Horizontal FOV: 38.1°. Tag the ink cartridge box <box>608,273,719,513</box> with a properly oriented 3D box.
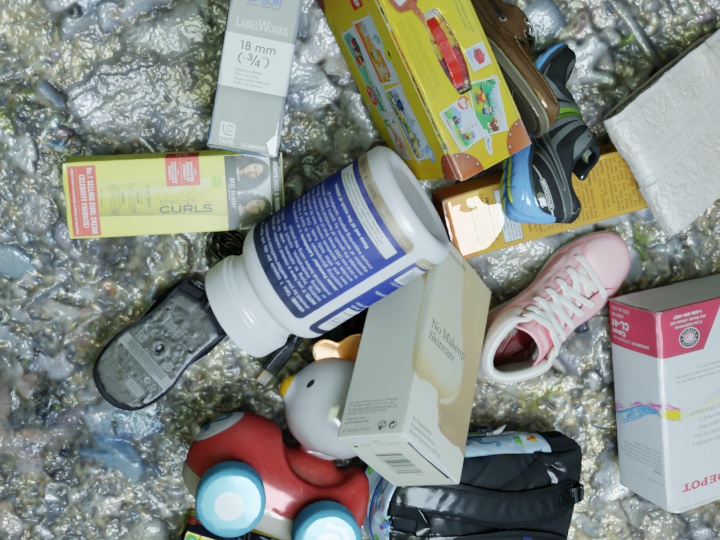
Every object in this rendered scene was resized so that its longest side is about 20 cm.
[{"bbox_3d":[0.330,0.116,1.027,0.147,0.086,0.202,-10,104,-22],"label":"ink cartridge box"}]

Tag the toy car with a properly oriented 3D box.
[{"bbox_3d":[-0.051,0.142,0.964,0.176,0.184,0.201,25,91,-10],"label":"toy car"}]

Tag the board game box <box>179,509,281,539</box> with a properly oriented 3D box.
[{"bbox_3d":[-0.130,0.365,1.061,0.164,0.057,0.201,19,99,-8],"label":"board game box"}]

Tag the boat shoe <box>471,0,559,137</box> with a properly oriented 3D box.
[{"bbox_3d":[0.122,-0.204,0.919,0.068,0.072,0.200,-29,64,-12],"label":"boat shoe"}]

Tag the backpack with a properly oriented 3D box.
[{"bbox_3d":[0.097,0.230,1.021,0.199,0.153,0.164,-4,107,-33],"label":"backpack"}]

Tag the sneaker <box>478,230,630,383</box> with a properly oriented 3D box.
[{"bbox_3d":[0.189,0.041,1.005,0.200,0.105,0.076,-35,101,1],"label":"sneaker"}]

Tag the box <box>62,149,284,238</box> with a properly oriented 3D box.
[{"bbox_3d":[-0.171,-0.074,0.970,0.198,0.050,0.076,-2,103,-5],"label":"box"}]

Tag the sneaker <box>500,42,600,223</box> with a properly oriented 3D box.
[{"bbox_3d":[0.176,-0.121,0.949,0.082,0.071,0.201,13,57,-3],"label":"sneaker"}]

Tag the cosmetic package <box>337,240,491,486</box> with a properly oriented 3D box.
[{"bbox_3d":[0.054,0.081,0.940,0.071,0.201,0.105,-9,143,34],"label":"cosmetic package"}]

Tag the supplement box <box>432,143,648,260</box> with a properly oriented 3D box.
[{"bbox_3d":[0.174,-0.069,1.000,0.199,0.067,0.069,-17,103,-2],"label":"supplement box"}]

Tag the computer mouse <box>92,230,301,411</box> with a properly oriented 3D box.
[{"bbox_3d":[-0.150,0.072,1.007,0.140,0.046,0.200,43,83,-8],"label":"computer mouse"}]

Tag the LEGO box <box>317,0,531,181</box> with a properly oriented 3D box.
[{"bbox_3d":[0.050,-0.183,0.914,0.077,0.149,0.201,-29,102,-13],"label":"LEGO box"}]

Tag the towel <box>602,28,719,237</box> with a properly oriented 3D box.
[{"bbox_3d":[0.322,-0.137,0.980,0.200,0.034,0.133,-39,103,-24],"label":"towel"}]

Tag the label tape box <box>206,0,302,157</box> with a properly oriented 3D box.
[{"bbox_3d":[-0.087,-0.207,0.904,0.063,0.144,0.202,9,101,-7],"label":"label tape box"}]

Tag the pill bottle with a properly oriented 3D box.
[{"bbox_3d":[-0.032,-0.012,0.921,0.199,0.116,0.116,-31,103,15],"label":"pill bottle"}]

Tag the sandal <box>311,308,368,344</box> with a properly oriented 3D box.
[{"bbox_3d":[-0.001,-0.001,1.004,0.075,0.048,0.202,15,98,-9],"label":"sandal"}]
